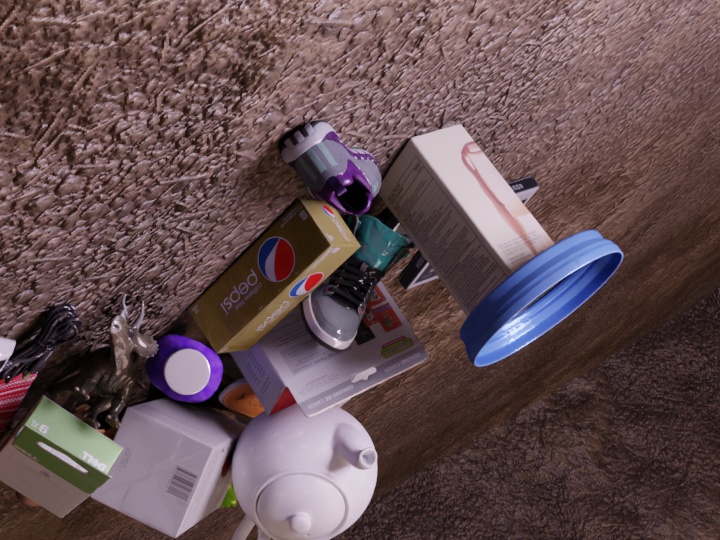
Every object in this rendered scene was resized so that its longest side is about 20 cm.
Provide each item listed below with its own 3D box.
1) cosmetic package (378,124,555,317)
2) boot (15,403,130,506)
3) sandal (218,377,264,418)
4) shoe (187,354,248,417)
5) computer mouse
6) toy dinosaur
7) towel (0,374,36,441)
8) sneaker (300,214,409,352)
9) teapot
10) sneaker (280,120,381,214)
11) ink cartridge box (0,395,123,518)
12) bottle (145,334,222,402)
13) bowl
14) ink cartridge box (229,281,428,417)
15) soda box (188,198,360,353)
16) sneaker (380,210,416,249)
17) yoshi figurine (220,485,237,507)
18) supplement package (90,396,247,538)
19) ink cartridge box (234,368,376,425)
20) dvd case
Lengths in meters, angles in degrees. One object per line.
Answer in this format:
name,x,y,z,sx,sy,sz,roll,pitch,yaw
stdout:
cosmetic package,0.121,-0.054,1.210,0.087,0.200,0.103,-22,159,-37
boot,-0.323,0.219,1.344,0.155,0.074,0.200,-53,161,28
sandal,-0.111,0.196,1.434,0.079,0.059,0.207,-40,147,19
shoe,-0.190,0.147,1.415,0.070,0.053,0.200,-27,150,15
computer mouse,-0.357,0.078,0.982,0.110,0.044,0.200,-38,168,25
toy dinosaur,-0.272,0.114,1.148,0.200,0.077,0.102,-38,-161,54
towel,-0.426,0.170,1.120,0.145,0.022,0.200,-17,155,-44
sneaker,0.000,0.000,1.237,0.121,0.084,0.200,-52,-165,29
teapot,-0.074,0.270,1.319,0.197,0.146,0.200,-2,120,2
sneaker,-0.015,-0.081,1.088,0.074,0.088,0.200,-38,161,11
ink cartridge box,-0.324,0.196,1.147,0.200,0.104,0.059,-39,-162,53
bottle,-0.193,0.108,1.172,0.065,0.084,0.200,-65,-171,-7
bowl,0.194,0.029,1.161,0.201,0.039,0.201,-32,162,-12
ink cartridge box,-0.045,0.092,1.329,0.200,0.176,0.084,-22,158,-32
soda box,-0.099,0.009,1.202,0.200,0.068,0.064,-43,161,24
sneaker,0.090,-0.058,1.333,0.200,0.082,0.070,-38,162,11
yoshi figurine,-0.174,0.278,1.551,0.200,0.112,0.112,0,-168,15
supplement package,-0.231,0.240,1.349,0.200,0.120,0.121,9,103,-82
ink cartridge box,-0.085,0.163,1.581,0.145,0.083,0.200,-41,160,19
dvd case,0.155,-0.053,1.550,0.150,0.025,0.200,-19,156,-37
